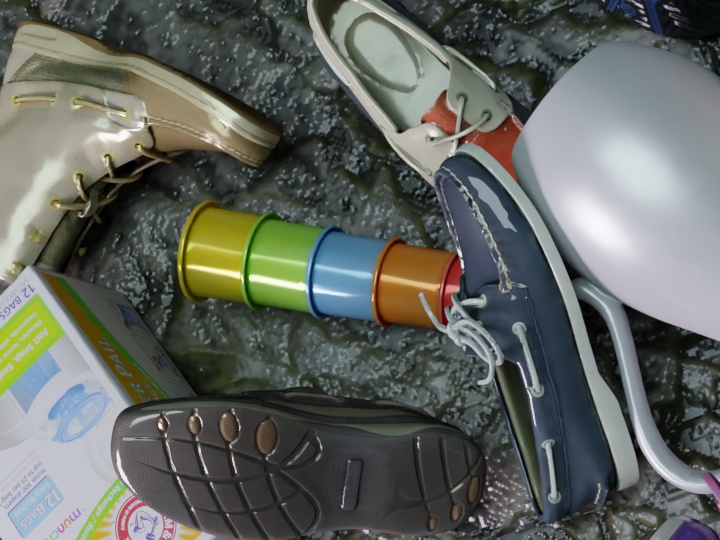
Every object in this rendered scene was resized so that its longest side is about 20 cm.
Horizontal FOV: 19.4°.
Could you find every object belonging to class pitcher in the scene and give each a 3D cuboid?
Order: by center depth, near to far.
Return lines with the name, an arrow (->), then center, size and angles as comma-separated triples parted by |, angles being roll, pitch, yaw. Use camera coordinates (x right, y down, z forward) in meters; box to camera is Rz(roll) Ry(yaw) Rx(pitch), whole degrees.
pitcher -> 0.160, -0.003, 1.065 | 0.200, 0.121, 0.172 | 43, 102, 13

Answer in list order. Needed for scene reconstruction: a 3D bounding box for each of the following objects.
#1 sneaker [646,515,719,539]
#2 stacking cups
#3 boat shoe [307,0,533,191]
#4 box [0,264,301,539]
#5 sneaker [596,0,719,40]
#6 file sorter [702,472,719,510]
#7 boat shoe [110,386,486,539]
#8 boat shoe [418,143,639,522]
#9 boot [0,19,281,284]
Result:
sneaker -> 0.175, 0.220, 1.034 | 0.083, 0.081, 0.200 | -6, 87, 31
stacking cups -> 0.000, 0.000, 1.171 | 0.200, 0.061, 0.061 | 7, 83, 21
boat shoe -> 0.046, -0.087, 1.160 | 0.071, 0.063, 0.200 | -46, 67, 8
box -> -0.145, 0.111, 1.188 | 0.112, 0.101, 0.200 | -43, 66, 12
sneaker -> 0.192, -0.168, 1.112 | 0.200, 0.076, 0.077 | 19, 66, 27
file sorter -> 0.277, 0.095, 0.970 | 0.200, 0.125, 0.139 | -38, 68, 6
boat shoe -> -0.036, 0.100, 1.115 | 0.200, 0.073, 0.075 | 9, 103, -15
boat shoe -> 0.078, 0.034, 1.079 | 0.062, 0.075, 0.200 | -26, 106, -11
boot -> -0.151, -0.051, 1.234 | 0.200, 0.073, 0.156 | 21, 86, 30
